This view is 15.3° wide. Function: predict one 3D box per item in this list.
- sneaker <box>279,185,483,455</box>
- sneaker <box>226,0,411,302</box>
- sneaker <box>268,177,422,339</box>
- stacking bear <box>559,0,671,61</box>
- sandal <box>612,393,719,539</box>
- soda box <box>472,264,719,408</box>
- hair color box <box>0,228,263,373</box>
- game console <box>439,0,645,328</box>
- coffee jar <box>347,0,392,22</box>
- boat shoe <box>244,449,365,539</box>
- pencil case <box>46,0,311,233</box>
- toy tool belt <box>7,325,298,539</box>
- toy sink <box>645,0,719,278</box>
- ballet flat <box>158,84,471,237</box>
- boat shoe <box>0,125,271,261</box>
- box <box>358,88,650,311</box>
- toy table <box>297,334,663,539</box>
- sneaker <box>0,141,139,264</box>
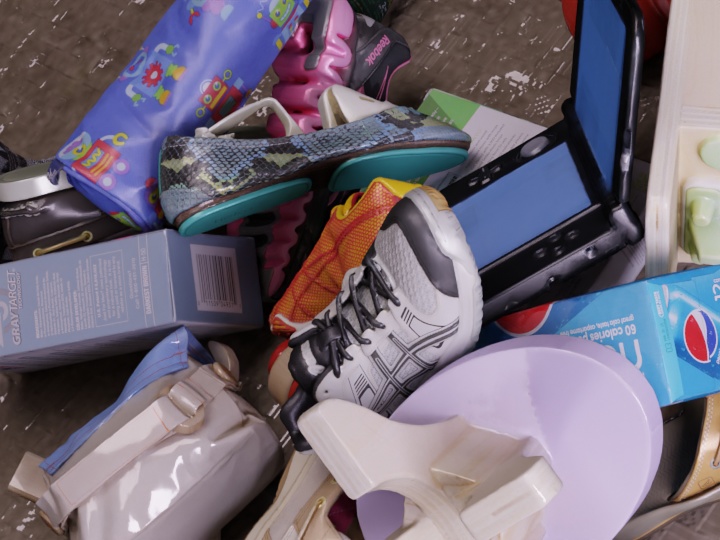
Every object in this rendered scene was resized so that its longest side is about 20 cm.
[{"bbox_3d":[0.006,0.038,1.452,0.087,0.201,0.076,-14,54,-23],"label":"sneaker"},{"bbox_3d":[-0.019,-0.072,1.703,0.079,0.095,0.202,17,91,51],"label":"sneaker"},{"bbox_3d":[0.000,0.000,1.587,0.200,0.072,0.078,143,133,-61],"label":"sneaker"},{"bbox_3d":[0.213,-0.190,1.636,0.199,0.122,0.114,-26,10,24],"label":"stacking bear"},{"bbox_3d":[0.182,0.089,1.475,0.199,0.054,0.081,-30,46,7],"label":"sandal"},{"bbox_3d":[0.115,0.050,1.473,0.199,0.064,0.068,-16,85,49],"label":"soda box"},{"bbox_3d":[-0.171,0.021,1.681,0.199,0.099,0.061,-12,81,31],"label":"hair color box"},{"bbox_3d":[0.095,-0.081,1.518,0.175,0.117,0.200,-29,19,8],"label":"game console"},{"bbox_3d":[0.008,-0.254,1.805,0.085,0.104,0.201,18,66,35],"label":"coffee jar"},{"bbox_3d":[-0.020,0.164,1.523,0.069,0.074,0.201,-1,55,37],"label":"boat shoe"},{"bbox_3d":[-0.111,-0.117,1.658,0.087,0.078,0.201,27,80,40],"label":"pencil case"},{"bbox_3d":[-0.112,0.091,1.602,0.200,0.125,0.123,-44,55,-7],"label":"toy tool belt"},{"bbox_3d":[0.225,-0.074,1.506,0.111,0.131,0.201,5,55,10],"label":"toy sink"},{"bbox_3d":[-0.029,-0.077,1.617,0.199,0.075,0.074,-14,42,-21],"label":"ballet flat"},{"bbox_3d":[-0.135,-0.050,1.729,0.200,0.061,0.072,-12,11,-15],"label":"boat shoe"},{"bbox_3d":[0.082,-0.025,1.635,0.199,0.036,0.145,23,70,39],"label":"box"},{"bbox_3d":[0.054,0.124,1.392,0.200,0.184,0.117,-50,-7,36],"label":"toy table"},{"bbox_3d":[-0.202,-0.058,1.772,0.199,0.114,0.076,-33,46,5],"label":"sneaker"}]
